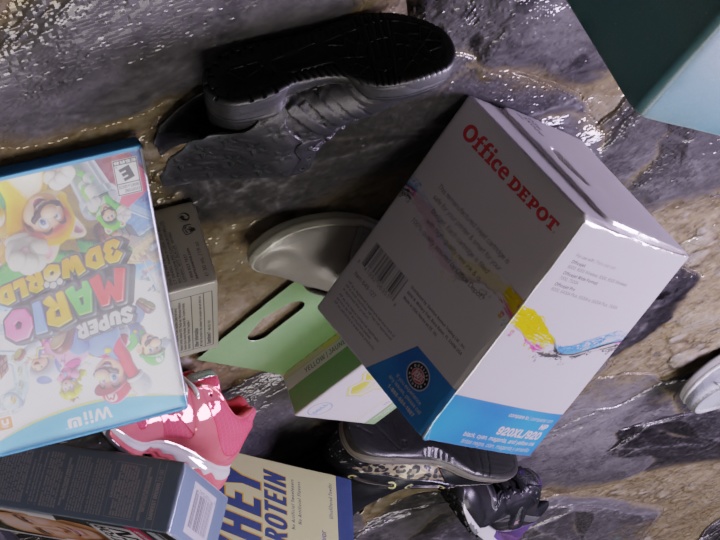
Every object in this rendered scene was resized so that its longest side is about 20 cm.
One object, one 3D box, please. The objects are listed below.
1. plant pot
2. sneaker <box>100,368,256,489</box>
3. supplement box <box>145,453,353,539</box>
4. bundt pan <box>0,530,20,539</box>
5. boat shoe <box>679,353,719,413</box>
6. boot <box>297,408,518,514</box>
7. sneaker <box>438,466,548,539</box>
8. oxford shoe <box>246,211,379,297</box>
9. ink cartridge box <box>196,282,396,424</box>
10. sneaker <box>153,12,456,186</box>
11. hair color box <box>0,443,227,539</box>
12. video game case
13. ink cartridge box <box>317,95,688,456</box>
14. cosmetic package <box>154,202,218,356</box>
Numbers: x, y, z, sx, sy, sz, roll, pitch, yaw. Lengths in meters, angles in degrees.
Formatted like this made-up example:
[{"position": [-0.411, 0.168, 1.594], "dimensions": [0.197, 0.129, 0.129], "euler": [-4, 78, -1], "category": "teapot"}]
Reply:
[{"position": [0.247, -0.204, 1.270], "dimensions": [0.140, 0.142, 0.200], "euler": [8, 135, -43], "category": "plant pot"}, {"position": [-0.159, 0.108, 1.664], "dimensions": [0.087, 0.074, 0.200], "euler": [-53, 141, 4], "category": "sneaker"}, {"position": [-0.135, 0.270, 1.829], "dimensions": [0.198, 0.135, 0.200], "euler": [15, 140, -24], "category": "supplement box"}, {"position": [-0.370, 0.261, 1.741], "dimensions": [0.200, 0.077, 0.202], "euler": [-5, 161, -2], "category": "bundt pan"}, {"position": [0.413, 0.103, 2.021], "dimensions": [0.200, 0.065, 0.075], "euler": [-15, 153, -9], "category": "boat shoe"}, {"position": [0.031, 0.187, 1.913], "dimensions": [0.202, 0.074, 0.154], "euler": [11, 142, -35], "category": "boot"}, {"position": [0.135, 0.221, 2.066], "dimensions": [0.087, 0.076, 0.200], "euler": [-37, 155, 2], "category": "sneaker"}, {"position": [0.000, 0.000, 1.563], "dimensions": [0.199, 0.058, 0.075], "euler": [11, 143, -43], "category": "oxford shoe"}, {"position": [-0.014, 0.067, 1.689], "dimensions": [0.145, 0.048, 0.199], "euler": [-38, 151, 32], "category": "ink cartridge box"}, {"position": [-0.038, -0.107, 1.343], "dimensions": [0.198, 0.060, 0.105], "euler": [-10, 151, -8], "category": "sneaker"}, {"position": [-0.218, 0.182, 1.644], "dimensions": [0.198, 0.061, 0.099], "euler": [7, 160, 21], "category": "hair color box"}, {"position": [-0.200, 0.020, 1.381], "dimensions": [0.142, 0.018, 0.202], "euler": [-14, 116, -13], "category": "video game case"}, {"position": [0.103, 0.007, 1.485], "dimensions": [0.144, 0.147, 0.201], "euler": [15, 118, -49], "category": "ink cartridge box"}, {"position": [-0.204, 0.027, 1.457], "dimensions": [0.198, 0.072, 0.106], "euler": [-14, 152, -13], "category": "cosmetic package"}]
